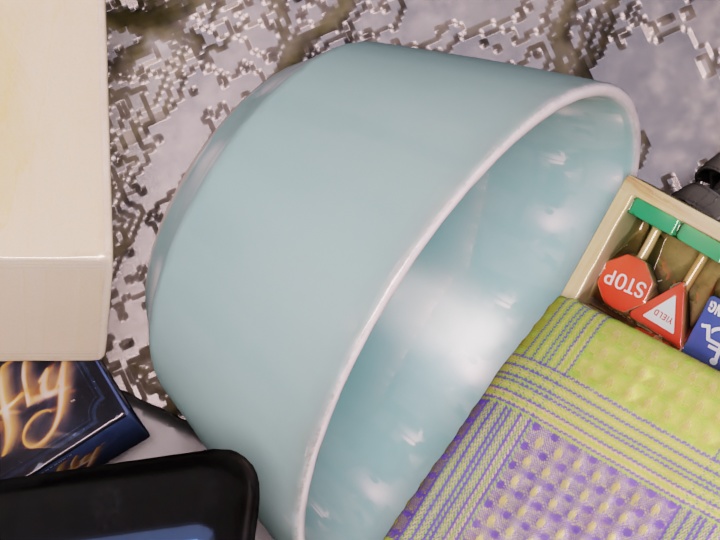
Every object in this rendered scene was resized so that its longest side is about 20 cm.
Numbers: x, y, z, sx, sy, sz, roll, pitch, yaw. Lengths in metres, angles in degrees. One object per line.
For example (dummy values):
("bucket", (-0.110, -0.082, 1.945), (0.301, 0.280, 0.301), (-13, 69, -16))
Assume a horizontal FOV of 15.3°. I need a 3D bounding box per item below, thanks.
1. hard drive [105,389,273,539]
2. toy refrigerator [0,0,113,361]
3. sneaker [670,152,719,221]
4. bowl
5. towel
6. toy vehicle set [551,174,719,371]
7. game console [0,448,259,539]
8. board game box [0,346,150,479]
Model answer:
("hard drive", (-0.109, 0.143, 0.979), (0.140, 0.033, 0.200), (26, 84, 0))
("toy refrigerator", (-0.125, -0.073, 0.942), (0.070, 0.076, 0.200), (0, 62, -8))
("sneaker", (0.156, -0.056, 0.994), (0.099, 0.071, 0.200), (-12, 89, -9))
("bowl", (0.000, 0.000, 0.935), (0.105, 0.201, 0.201), (32, 83, 20))
("towel", (0.071, 0.120, 0.913), (0.144, 0.023, 0.200), (29, 83, 23))
("toy vehicle set", (0.149, 0.066, 0.931), (0.200, 0.027, 0.124), (30, 96, 24))
("game console", (-0.141, 0.136, 0.797), (0.176, 0.116, 0.200), (20, 58, -22))
("board game box", (-0.195, 0.055, 0.958), (0.200, 0.035, 0.136), (-33, 69, -3))
